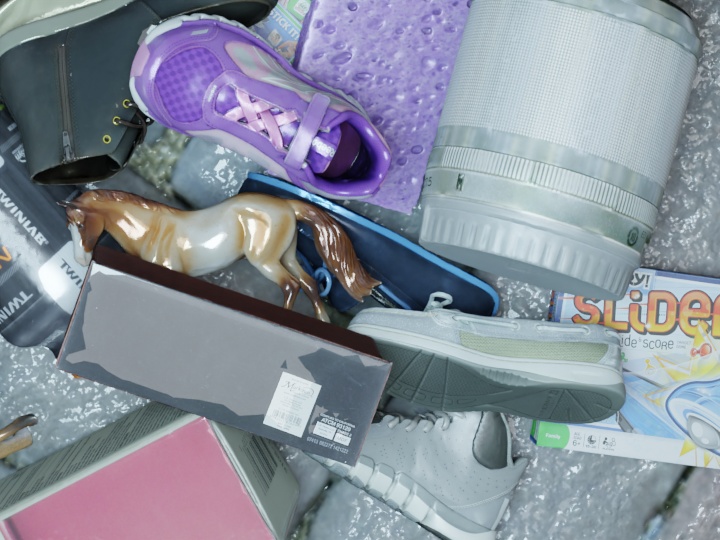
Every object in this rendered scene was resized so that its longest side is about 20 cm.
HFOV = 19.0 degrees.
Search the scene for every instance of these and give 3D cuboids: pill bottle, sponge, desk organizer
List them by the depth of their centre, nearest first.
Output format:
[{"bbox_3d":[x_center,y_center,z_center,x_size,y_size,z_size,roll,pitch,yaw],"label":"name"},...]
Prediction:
[{"bbox_3d":[-0.087,0.051,1.366,0.198,0.077,0.072,19,99,-9],"label":"desk organizer"},{"bbox_3d":[-0.230,-0.023,1.448,0.106,0.106,0.200,-42,97,-1],"label":"pill bottle"},{"bbox_3d":[0.011,-0.149,1.476,0.111,0.030,0.202,13,101,-16],"label":"sponge"}]

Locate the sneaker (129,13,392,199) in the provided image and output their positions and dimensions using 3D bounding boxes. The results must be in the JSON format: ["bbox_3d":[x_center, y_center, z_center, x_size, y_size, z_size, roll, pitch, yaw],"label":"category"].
[{"bbox_3d":[-0.055,-0.099,1.387,0.199,0.088,0.081,24,101,-35],"label":"sneaker"}]

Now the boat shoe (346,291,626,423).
[{"bbox_3d":[0.084,0.055,1.465,0.200,0.075,0.065,9,57,-9],"label":"boat shoe"}]

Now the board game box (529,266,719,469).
[{"bbox_3d":[0.228,0.069,1.531,0.198,0.034,0.137,7,94,-5],"label":"board game box"}]

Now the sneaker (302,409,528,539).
[{"bbox_3d":[0.031,0.105,1.506,0.199,0.075,0.116,33,85,-16],"label":"sneaker"}]

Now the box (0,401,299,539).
[{"bbox_3d":[-0.154,0.165,1.441,0.199,0.128,0.110,-28,99,10],"label":"box"}]

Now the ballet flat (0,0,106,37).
[{"bbox_3d":[-0.243,-0.168,1.450,0.199,0.069,0.070,-24,97,13],"label":"ballet flat"}]

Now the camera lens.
[{"bbox_3d":[0.133,-0.096,1.437,0.158,0.160,0.202,16,86,-6],"label":"camera lens"}]

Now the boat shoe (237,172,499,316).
[{"bbox_3d":[0.000,0.000,1.482,0.199,0.084,0.069,28,91,-5],"label":"boat shoe"}]

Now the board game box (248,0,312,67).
[{"bbox_3d":[-0.110,-0.216,1.481,0.200,0.029,0.135,44,91,-7],"label":"board game box"}]

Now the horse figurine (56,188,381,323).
[{"bbox_3d":[-0.090,-0.002,1.420,0.198,0.050,0.134,-12,95,-7],"label":"horse figurine"}]

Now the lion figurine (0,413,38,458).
[{"bbox_3d":[-0.311,0.091,1.429,0.122,0.199,0.073,-28,121,-32],"label":"lion figurine"}]

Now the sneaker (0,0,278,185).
[{"bbox_3d":[-0.137,-0.127,1.419,0.198,0.075,0.107,-20,71,3],"label":"sneaker"}]
